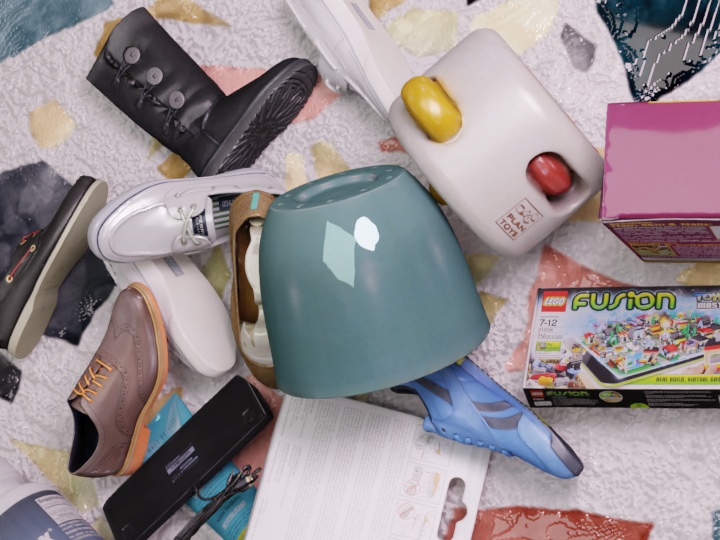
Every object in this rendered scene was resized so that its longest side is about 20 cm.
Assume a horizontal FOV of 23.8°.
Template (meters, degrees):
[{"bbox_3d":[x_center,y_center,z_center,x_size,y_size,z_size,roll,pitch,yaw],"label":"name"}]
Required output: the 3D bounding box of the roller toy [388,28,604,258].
[{"bbox_3d":[0.118,-0.109,1.528,0.140,0.200,0.183,-40,89,9],"label":"roller toy"}]

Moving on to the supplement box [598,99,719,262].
[{"bbox_3d":[0.286,-0.071,1.455,0.131,0.200,0.103,1,81,19],"label":"supplement box"}]

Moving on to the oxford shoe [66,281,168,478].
[{"bbox_3d":[-0.235,0.109,1.632,0.071,0.073,0.200,24,111,43],"label":"oxford shoe"}]

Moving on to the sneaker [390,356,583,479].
[{"bbox_3d":[0.112,0.138,1.549,0.200,0.066,0.078,38,87,26],"label":"sneaker"}]

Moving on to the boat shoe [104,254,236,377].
[{"bbox_3d":[-0.196,0.029,1.679,0.200,0.072,0.069,52,127,12],"label":"boat shoe"}]

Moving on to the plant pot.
[{"bbox_3d":[0.000,0.000,1.516,0.200,0.201,0.161,-10,106,18],"label":"plant pot"}]

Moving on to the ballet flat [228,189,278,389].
[{"bbox_3d":[-0.090,0.026,1.599,0.068,0.072,0.200,-2,106,0],"label":"ballet flat"}]

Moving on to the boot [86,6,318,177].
[{"bbox_3d":[-0.161,-0.197,1.716,0.165,0.066,0.200,-49,65,4],"label":"boot"}]

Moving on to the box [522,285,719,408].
[{"bbox_3d":[0.249,0.067,1.509,0.200,0.035,0.110,-2,54,19],"label":"box"}]

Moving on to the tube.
[{"bbox_3d":[-0.140,0.209,1.644,0.077,0.050,0.200,-48,63,-2],"label":"tube"}]

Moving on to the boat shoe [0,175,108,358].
[{"bbox_3d":[-0.322,-0.012,1.729,0.063,0.074,0.202,31,96,14],"label":"boat shoe"}]

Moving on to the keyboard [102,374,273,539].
[{"bbox_3d":[-0.157,0.198,1.614,0.200,0.021,0.127,-44,41,9],"label":"keyboard"}]

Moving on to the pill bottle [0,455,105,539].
[{"bbox_3d":[-0.316,0.276,1.652,0.200,0.120,0.120,40,95,22],"label":"pill bottle"}]

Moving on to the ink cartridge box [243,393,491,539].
[{"bbox_3d":[0.007,0.208,1.575,0.200,0.057,0.163,15,67,1],"label":"ink cartridge box"}]

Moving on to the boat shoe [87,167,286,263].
[{"bbox_3d":[-0.159,-0.054,1.624,0.067,0.200,0.074,28,134,55],"label":"boat shoe"}]

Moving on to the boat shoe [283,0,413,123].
[{"bbox_3d":[-0.013,-0.210,1.661,0.069,0.072,0.200,-42,73,26],"label":"boat shoe"}]
